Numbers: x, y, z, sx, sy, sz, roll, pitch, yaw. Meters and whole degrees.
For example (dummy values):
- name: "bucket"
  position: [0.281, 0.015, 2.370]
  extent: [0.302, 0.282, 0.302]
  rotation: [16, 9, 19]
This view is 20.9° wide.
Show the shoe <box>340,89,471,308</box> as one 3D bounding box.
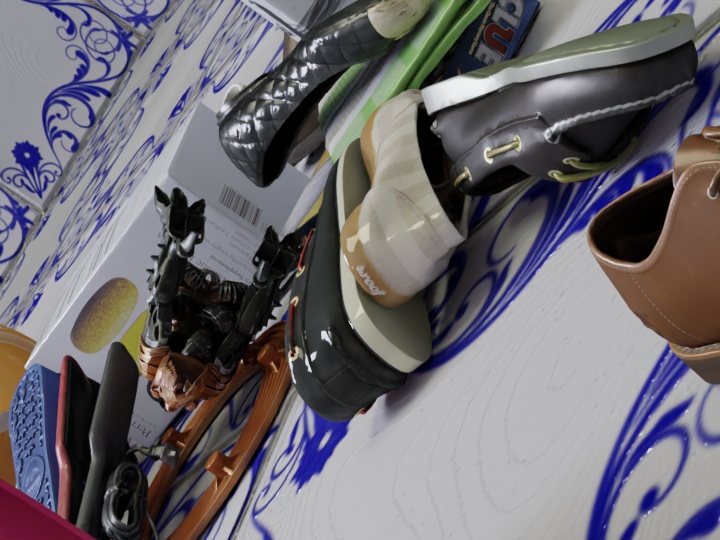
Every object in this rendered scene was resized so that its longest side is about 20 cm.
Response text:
- name: "shoe"
  position: [0.036, -0.046, 0.985]
  extent: [0.053, 0.070, 0.200]
  rotation: [-38, 16, 23]

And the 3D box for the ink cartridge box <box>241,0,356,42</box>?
- name: "ink cartridge box"
  position: [-0.019, -0.234, 1.357]
  extent: [0.145, 0.199, 0.084]
  rotation: [-56, 16, -1]

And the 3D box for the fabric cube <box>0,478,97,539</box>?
- name: "fabric cube"
  position: [-0.121, 0.201, 0.664]
  extent: [0.201, 0.195, 0.199]
  rotation: [-57, 13, -5]

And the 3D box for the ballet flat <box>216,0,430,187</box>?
- name: "ballet flat"
  position: [-0.017, -0.116, 1.166]
  extent: [0.066, 0.057, 0.200]
  rotation: [-34, -1, -43]

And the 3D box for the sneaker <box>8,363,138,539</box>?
- name: "sneaker"
  position: [-0.175, 0.149, 1.223]
  extent: [0.070, 0.077, 0.201]
  rotation: [-43, 40, 39]

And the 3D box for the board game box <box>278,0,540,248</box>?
- name: "board game box"
  position: [0.025, -0.086, 1.195]
  extent: [0.200, 0.034, 0.136]
  rotation: [-34, 26, 60]

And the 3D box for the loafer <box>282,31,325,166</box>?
- name: "loafer"
  position: [-0.038, -0.161, 1.529]
  extent: [0.073, 0.071, 0.201]
  rotation: [-35, 25, 58]

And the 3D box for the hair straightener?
- name: "hair straightener"
  position: [-0.148, 0.117, 1.158]
  extent: [0.076, 0.041, 0.201]
  rotation: [-17, 37, 13]

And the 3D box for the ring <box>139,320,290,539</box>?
- name: "ring"
  position: [-0.101, 0.114, 1.209]
  extent: [0.201, 0.019, 0.201]
  rotation: [-52, 13, 17]

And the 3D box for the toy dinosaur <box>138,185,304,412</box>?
- name: "toy dinosaur"
  position: [-0.094, 0.035, 1.197]
  extent: [0.137, 0.101, 0.200]
  rotation: [-68, 27, 17]

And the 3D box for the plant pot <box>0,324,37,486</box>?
- name: "plant pot"
  position: [-0.270, 0.145, 1.421]
  extent: [0.201, 0.200, 0.183]
  rotation: [-58, 29, -11]

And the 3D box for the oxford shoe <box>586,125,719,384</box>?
- name: "oxford shoe"
  position: [0.130, -0.019, 0.561]
  extent: [0.200, 0.071, 0.072]
  rotation: [-32, 26, 58]

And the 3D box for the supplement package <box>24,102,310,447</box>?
- name: "supplement package"
  position: [-0.131, 0.006, 1.372]
  extent: [0.200, 0.113, 0.110]
  rotation: [-50, 13, 29]

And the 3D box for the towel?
- name: "towel"
  position: [0.027, -0.135, 1.185]
  extent: [0.150, 0.031, 0.200]
  rotation: [-56, 14, 13]

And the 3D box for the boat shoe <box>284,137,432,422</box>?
- name: "boat shoe"
  position: [-0.002, -0.002, 0.997]
  extent: [0.063, 0.074, 0.202]
  rotation: [-41, 23, 25]

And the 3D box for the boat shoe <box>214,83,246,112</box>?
- name: "boat shoe"
  position: [-0.102, -0.104, 1.634]
  extent: [0.071, 0.069, 0.200]
  rotation: [-50, 15, 17]

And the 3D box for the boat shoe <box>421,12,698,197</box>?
- name: "boat shoe"
  position: [0.092, -0.069, 0.858]
  extent: [0.071, 0.061, 0.201]
  rotation: [-18, 5, -21]
